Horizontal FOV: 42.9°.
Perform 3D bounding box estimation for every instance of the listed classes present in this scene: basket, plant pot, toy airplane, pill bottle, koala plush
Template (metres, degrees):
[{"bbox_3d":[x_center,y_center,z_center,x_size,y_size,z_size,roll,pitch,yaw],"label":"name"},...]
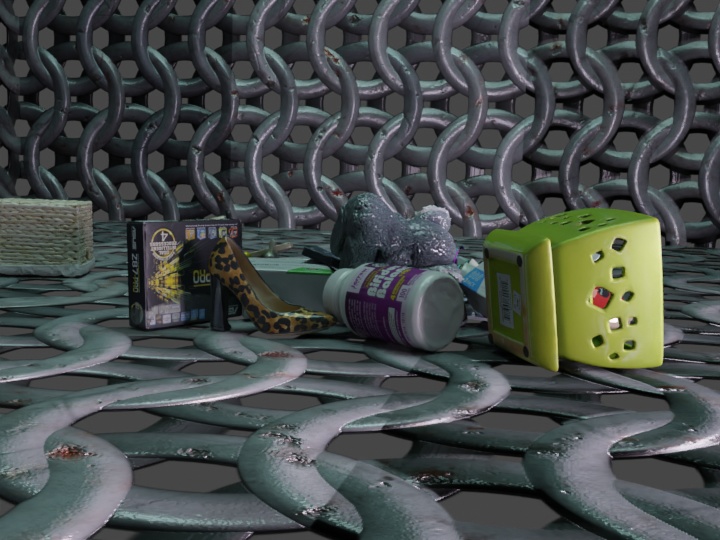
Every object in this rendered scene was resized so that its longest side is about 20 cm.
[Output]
[{"bbox_3d":[-0.693,-0.075,2.014,0.199,0.161,0.198,3,5,-7],"label":"basket"},{"bbox_3d":[0.274,0.027,1.230,0.181,0.201,0.199,-8,9,-14],"label":"plant pot"},{"bbox_3d":[-0.258,-0.011,1.784,0.199,0.141,0.200,10,-38,-46],"label":"toy airplane"},{"bbox_3d":[0.041,0.047,1.323,0.200,0.113,0.112,8,9,44],"label":"pill bottle"},{"bbox_3d":[0.067,-0.037,1.486,0.199,0.178,0.184,4,-39,-13],"label":"koala plush"}]

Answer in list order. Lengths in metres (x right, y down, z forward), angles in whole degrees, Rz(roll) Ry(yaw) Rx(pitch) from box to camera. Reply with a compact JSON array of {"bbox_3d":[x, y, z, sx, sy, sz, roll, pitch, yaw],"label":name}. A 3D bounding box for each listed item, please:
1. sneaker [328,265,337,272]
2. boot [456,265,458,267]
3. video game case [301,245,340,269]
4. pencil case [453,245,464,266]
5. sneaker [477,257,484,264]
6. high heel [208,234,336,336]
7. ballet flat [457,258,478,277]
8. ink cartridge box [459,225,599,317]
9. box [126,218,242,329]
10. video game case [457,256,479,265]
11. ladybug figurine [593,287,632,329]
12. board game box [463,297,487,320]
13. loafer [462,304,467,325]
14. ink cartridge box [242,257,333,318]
[{"bbox_3d":[-0.028,0.020,1.740,0.199,0.076,0.114,-4,9,-8],"label":"sneaker"},{"bbox_3d":[0.123,0.000,1.944,0.199,0.072,0.155,9,7,0],"label":"boot"},{"bbox_3d":[0.000,0.000,1.631,0.200,0.019,0.143,21,4,4],"label":"video game case"},{"bbox_3d":[0.087,-0.029,1.713,0.199,0.085,0.092,16,-12,5],"label":"pencil case"},{"bbox_3d":[0.281,-0.008,1.735,0.140,0.078,0.200,-4,24,20],"label":"sneaker"},{"bbox_3d":[-0.132,0.022,1.359,0.199,0.143,0.071,3,6,11],"label":"high heel"},{"bbox_3d":[0.201,0.019,1.635,0.069,0.070,0.200,3,1,10],"label":"ballet flat"},{"bbox_3d":[0.274,-0.002,1.491,0.200,0.068,0.115,-37,28,-10],"label":"ink cartridge box"},{"bbox_3d":[-0.271,0.001,1.433,0.049,0.162,0.200,6,7,39],"label":"box"},{"bbox_3d":[0.299,0.015,1.886,0.182,0.022,0.200,17,5,-5],"label":"video game case"},{"bbox_3d":[0.349,0.056,1.509,0.200,0.072,0.136,5,7,29],"label":"ladybug figurine"},{"bbox_3d":[0.200,0.059,1.649,0.200,0.026,0.200,6,7,31],"label":"board game box"},{"bbox_3d":[0.127,0.035,1.534,0.072,0.063,0.200,-8,19,-8],"label":"loafer"},{"bbox_3d":[-0.125,0.029,1.563,0.146,0.084,0.200,2,6,-5],"label":"ink cartridge box"}]
